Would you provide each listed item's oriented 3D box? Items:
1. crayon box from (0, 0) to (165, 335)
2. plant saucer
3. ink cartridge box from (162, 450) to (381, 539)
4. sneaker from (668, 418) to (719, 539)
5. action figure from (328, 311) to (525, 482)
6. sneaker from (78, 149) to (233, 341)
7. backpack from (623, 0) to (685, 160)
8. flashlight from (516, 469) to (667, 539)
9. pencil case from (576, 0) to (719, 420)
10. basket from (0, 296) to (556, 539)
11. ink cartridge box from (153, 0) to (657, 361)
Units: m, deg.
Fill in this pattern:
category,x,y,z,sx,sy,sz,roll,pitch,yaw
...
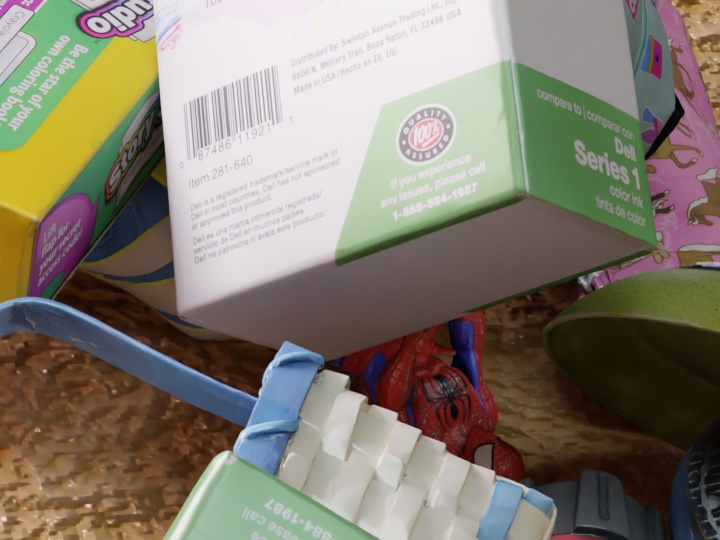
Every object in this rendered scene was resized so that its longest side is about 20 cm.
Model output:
category,x,y,z,sx,sy,sz,roll,pitch,yaw
crayon box,-0.148,-0.083,1.012,0.172,0.058,0.200,23,41,9
plant saucer,0.161,0.044,1.002,0.199,0.200,0.031,22,77,3
ink cartridge box,-0.028,0.173,0.723,0.145,0.088,0.201,31,64,-3
sneaker,0.149,0.149,0.970,0.066,0.079,0.201,-8,64,-6
action figure,0.000,0.000,1.057,0.065,0.099,0.200,-21,56,-37
sneaker,-0.128,-0.026,1.066,0.105,0.076,0.200,-30,54,-25
backpack,0.032,-0.102,1.105,0.126,0.167,0.200,38,15,-44
flashlight,0.070,0.157,0.927,0.068,0.068,0.201,41,32,-30
pencil case,0.111,-0.032,1.149,0.082,0.087,0.201,-16,42,5
basket,-0.054,0.107,0.868,0.199,0.139,0.177,25,51,1
ink cartridge box,0.009,-0.089,0.964,0.084,0.144,0.201,18,60,-50
